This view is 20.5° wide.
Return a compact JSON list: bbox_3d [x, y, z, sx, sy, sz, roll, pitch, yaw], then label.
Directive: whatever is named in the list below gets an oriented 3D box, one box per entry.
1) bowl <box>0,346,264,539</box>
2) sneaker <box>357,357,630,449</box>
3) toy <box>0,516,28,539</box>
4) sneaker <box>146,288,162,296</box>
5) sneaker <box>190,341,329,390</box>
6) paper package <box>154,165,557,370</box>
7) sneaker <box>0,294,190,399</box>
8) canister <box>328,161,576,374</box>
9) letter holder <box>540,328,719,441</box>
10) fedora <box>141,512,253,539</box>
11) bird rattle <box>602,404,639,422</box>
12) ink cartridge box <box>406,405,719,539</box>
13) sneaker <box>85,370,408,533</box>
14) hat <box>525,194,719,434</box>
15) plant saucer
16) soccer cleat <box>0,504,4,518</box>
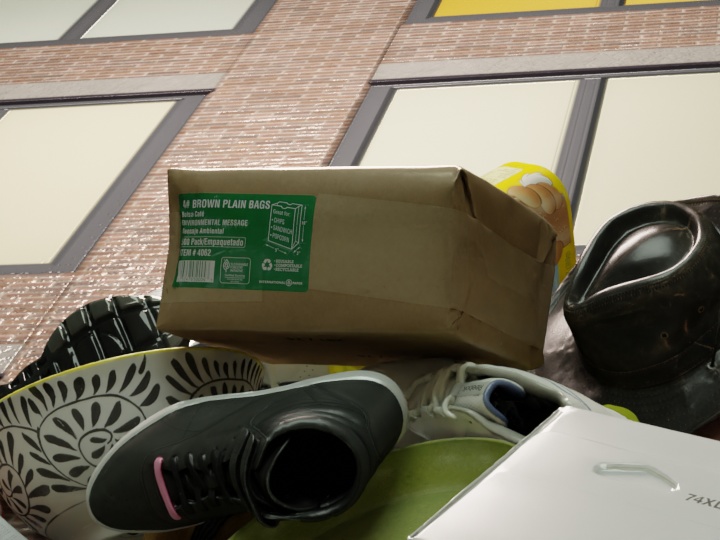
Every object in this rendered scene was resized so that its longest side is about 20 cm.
[{"bbox_3d":[-0.147,0.131,1.280,0.199,0.095,0.201,-14,-19,-5],"label":"bowl"},{"bbox_3d":[0.070,0.079,1.170,0.199,0.087,0.075,7,67,35],"label":"sneaker"},{"bbox_3d":[-0.196,0.228,1.150,0.199,0.048,0.115,35,47,27],"label":"toy"},{"bbox_3d":[-0.062,0.018,1.549,0.200,0.077,0.147,7,37,9],"label":"sneaker"},{"bbox_3d":[-0.103,0.084,1.435,0.197,0.080,0.130,3,32,12],"label":"sneaker"},{"bbox_3d":[0.000,0.000,1.237,0.198,0.105,0.190,1,-9,22],"label":"paper package"},{"bbox_3d":[-0.196,0.084,1.382,0.199,0.079,0.076,-31,62,12],"label":"sneaker"},{"bbox_3d":[0.069,0.017,1.443,0.086,0.150,0.199,12,29,40],"label":"canister"},{"bbox_3d":[0.234,0.082,1.307,0.199,0.101,0.143,15,64,42],"label":"letter holder"},{"bbox_3d":[-0.038,0.186,1.177,0.198,0.082,0.201,-6,32,4],"label":"fedora"},{"bbox_3d":[0.158,0.171,1.178,0.163,0.113,0.199,-37,44,-23],"label":"bird rattle"},{"bbox_3d":[0.129,0.195,0.959,0.146,0.202,0.146,11,30,37],"label":"ink cartridge box"},{"bbox_3d":[-0.074,0.111,1.114,0.198,0.071,0.099,-17,9,12],"label":"sneaker"},{"bbox_3d":[0.182,0.015,1.267,0.199,0.081,0.202,-19,48,22],"label":"hat"},{"bbox_3d":[0.007,0.153,1.065,0.198,0.031,0.200,-20,16,6],"label":"plant saucer"},{"bbox_3d":[-0.275,0.194,1.237,0.066,0.077,0.200,-1,24,14],"label":"soccer cleat"}]
